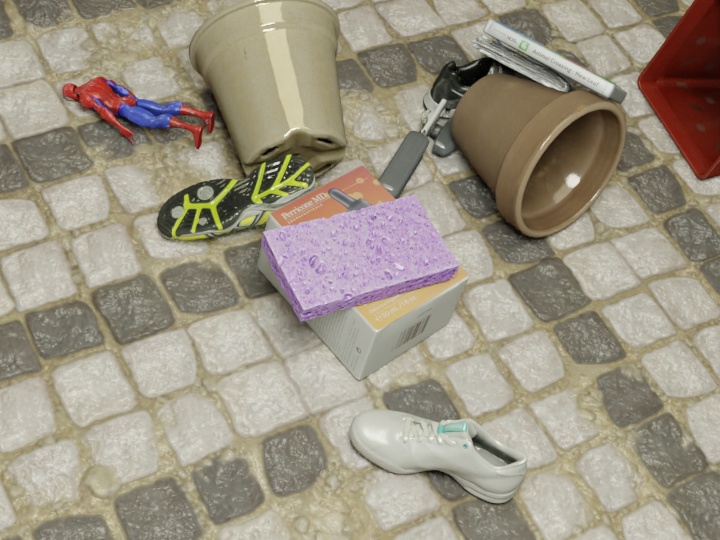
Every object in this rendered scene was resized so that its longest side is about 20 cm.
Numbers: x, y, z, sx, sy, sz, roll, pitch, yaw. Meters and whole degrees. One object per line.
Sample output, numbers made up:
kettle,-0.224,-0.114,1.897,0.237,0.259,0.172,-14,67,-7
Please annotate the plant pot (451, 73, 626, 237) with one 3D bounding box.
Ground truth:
plant pot,0.217,-0.171,1.634,0.200,0.200,0.175,-26,51,-29

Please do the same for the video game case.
video game case,0.261,-0.274,1.657,0.182,0.022,0.200,31,13,12

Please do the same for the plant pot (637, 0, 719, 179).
plant pot,0.553,-0.269,1.787,0.176,0.200,0.200,-5,55,-30

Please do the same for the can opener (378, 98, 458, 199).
can opener,0.079,-0.154,1.660,0.066,0.053,0.200,30,53,8

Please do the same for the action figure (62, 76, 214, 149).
action figure,-0.290,-0.204,1.609,0.200,0.052,0.065,20,46,7

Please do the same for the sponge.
sponge,0.000,-0.017,1.417,0.200,0.030,0.112,-16,60,-24

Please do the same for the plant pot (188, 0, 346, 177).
plant pot,-0.103,-0.216,1.591,0.200,0.200,0.184,-7,67,-19

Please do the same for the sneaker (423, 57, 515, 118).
sneaker,0.192,-0.249,1.735,0.200,0.091,0.067,4,51,-11

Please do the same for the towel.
towel,0.230,-0.286,1.743,0.147,0.024,0.200,29,13,6

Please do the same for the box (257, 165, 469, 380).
box,0.000,0.000,1.491,0.152,0.106,0.200,-31,67,-31

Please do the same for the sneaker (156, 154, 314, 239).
sneaker,-0.148,-0.072,1.536,0.200,0.076,0.075,-16,60,-3

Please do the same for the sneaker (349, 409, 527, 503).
sneaker,0.089,0.187,1.385,0.200,0.089,0.075,18,53,0
